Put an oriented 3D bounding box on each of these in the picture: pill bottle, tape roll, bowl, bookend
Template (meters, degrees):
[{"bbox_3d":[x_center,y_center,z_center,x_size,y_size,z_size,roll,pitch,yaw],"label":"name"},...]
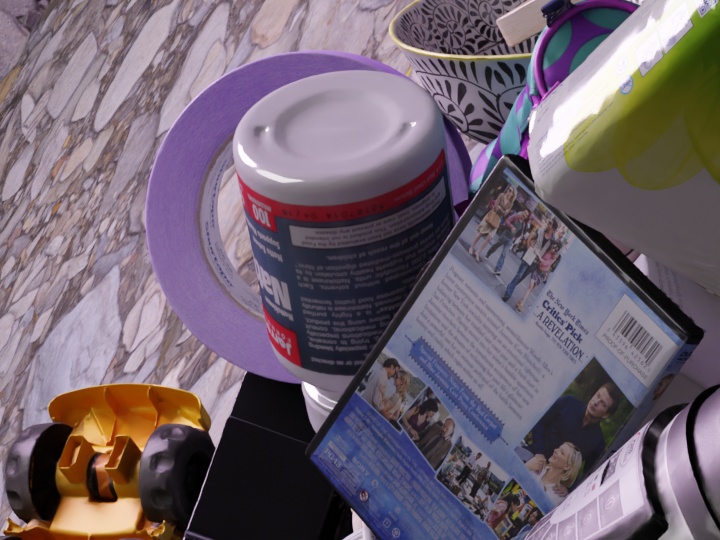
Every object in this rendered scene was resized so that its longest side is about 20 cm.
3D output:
[{"bbox_3d":[0.000,0.000,1.574,0.120,0.119,0.201,-89,-9,-55],"label":"pill bottle"},{"bbox_3d":[-0.028,-0.034,1.697,0.200,0.200,0.066,-56,-2,8],"label":"tape roll"},{"bbox_3d":[0.123,-0.118,1.676,0.200,0.095,0.201,-10,20,4],"label":"bowl"},{"bbox_3d":[-0.050,0.137,1.689,0.199,0.092,0.201,111,178,-59],"label":"bookend"}]

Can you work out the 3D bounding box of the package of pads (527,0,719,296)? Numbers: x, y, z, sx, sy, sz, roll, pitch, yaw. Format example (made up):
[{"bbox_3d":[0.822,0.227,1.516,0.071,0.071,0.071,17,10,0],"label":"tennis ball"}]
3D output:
[{"bbox_3d":[0.195,-0.056,1.288,0.155,0.200,0.068,-45,29,37],"label":"package of pads"}]

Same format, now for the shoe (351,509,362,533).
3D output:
[{"bbox_3d":[0.033,0.118,1.645,0.053,0.070,0.200,-44,17,38],"label":"shoe"}]

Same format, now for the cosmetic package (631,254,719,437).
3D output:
[{"bbox_3d":[0.119,0.102,1.428,0.200,0.081,0.113,-52,18,23],"label":"cosmetic package"}]

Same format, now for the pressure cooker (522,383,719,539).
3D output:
[{"bbox_3d":[0.169,0.137,1.117,0.200,0.178,0.176,-48,53,29],"label":"pressure cooker"}]

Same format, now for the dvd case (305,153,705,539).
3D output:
[{"bbox_3d":[0.067,0.063,1.379,0.143,0.018,0.200,46,115,30],"label":"dvd case"}]

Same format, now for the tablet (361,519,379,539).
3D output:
[{"bbox_3d":[0.035,0.159,1.487,0.014,0.130,0.200,-31,28,15],"label":"tablet"}]

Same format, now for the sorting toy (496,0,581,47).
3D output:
[{"bbox_3d":[0.186,-0.226,1.583,0.200,0.070,0.199,-26,7,42],"label":"sorting toy"}]

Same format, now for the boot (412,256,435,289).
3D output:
[{"bbox_3d":[0.097,0.009,1.502,0.138,0.078,0.200,-34,-14,-28],"label":"boot"}]

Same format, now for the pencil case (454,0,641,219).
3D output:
[{"bbox_3d":[0.113,-0.073,1.493,0.092,0.085,0.200,-24,-14,-15],"label":"pencil case"}]

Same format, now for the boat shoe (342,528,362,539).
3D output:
[{"bbox_3d":[-0.023,0.209,1.498,0.200,0.071,0.070,-43,0,-23],"label":"boat shoe"}]

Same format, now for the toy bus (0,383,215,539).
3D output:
[{"bbox_3d":[-0.152,0.204,1.837,0.135,0.192,0.201,-1,51,27],"label":"toy bus"}]

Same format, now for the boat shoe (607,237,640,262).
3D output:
[{"bbox_3d":[0.178,-0.065,1.597,0.063,0.073,0.200,-15,-31,-49],"label":"boat shoe"}]
